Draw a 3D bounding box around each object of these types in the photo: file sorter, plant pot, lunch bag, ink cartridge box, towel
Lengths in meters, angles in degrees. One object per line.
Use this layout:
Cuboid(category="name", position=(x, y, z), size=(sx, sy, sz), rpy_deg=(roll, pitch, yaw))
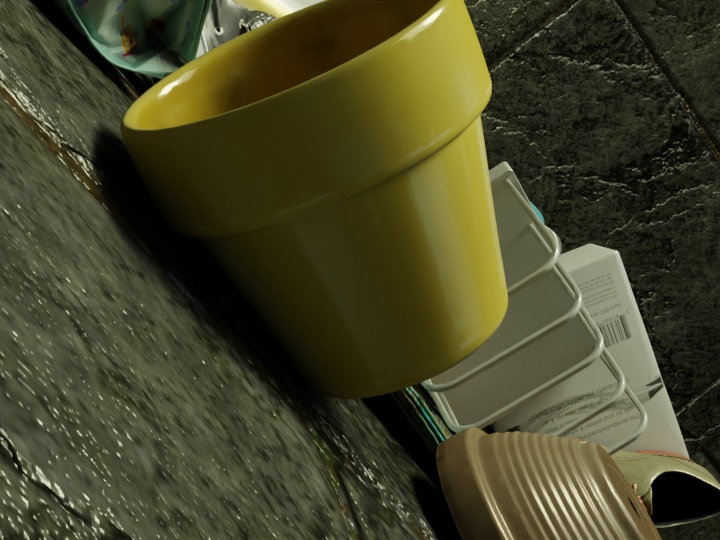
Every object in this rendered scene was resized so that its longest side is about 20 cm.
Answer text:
Cuboid(category="file sorter", position=(0.107, 0.056, 1.104), size=(0.200, 0.139, 0.125), rpy_deg=(57, 3, -37))
Cuboid(category="plant pot", position=(-0.006, -0.040, 0.851), size=(0.201, 0.200, 0.189), rpy_deg=(-113, 180, -71))
Cuboid(category="lunch bag", position=(-0.182, -0.241, 1.023), size=(0.170, 0.122, 0.200), rpy_deg=(50, -9, 38))
Cuboid(category="plant pot", position=(0.139, 0.177, 0.980), size=(0.201, 0.093, 0.201), rpy_deg=(54, 11, -16))
Cuboid(category="ink cartridge box", position=(0.171, 0.097, 1.259), size=(0.084, 0.144, 0.200), rpy_deg=(-139, -151, -81))
Cuboid(category="towel", position=(0.034, 0.085, 1.107), size=(0.200, 0.022, 0.147), rpy_deg=(55, 2, -18))

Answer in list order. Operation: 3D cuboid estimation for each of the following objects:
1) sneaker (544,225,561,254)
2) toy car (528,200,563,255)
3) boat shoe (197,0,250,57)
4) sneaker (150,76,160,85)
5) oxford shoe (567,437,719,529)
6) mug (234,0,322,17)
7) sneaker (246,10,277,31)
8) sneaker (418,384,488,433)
Cuboid(category="sneaker", position=(0.063, -0.013, 1.176), size=(0.090, 0.200, 0.067), rpy_deg=(-178, -97, -78))
Cuboid(category="toy car", position=(0.076, 0.032, 1.407), size=(0.200, 0.185, 0.177), rpy_deg=(6, 39, -41))
Cuboid(category="boat shoe", position=(-0.114, -0.191, 1.122), size=(0.070, 0.066, 0.201), rpy_deg=(169, -90, -71))
Cuboid(category="sneaker", position=(-0.079, -0.102, 1.186), size=(0.200, 0.079, 0.089), rpy_deg=(53, 7, 8))
Cuboid(category="oxford shoe", position=(0.192, 0.169, 1.179), size=(0.075, 0.199, 0.071), rpy_deg=(-172, -99, -74))
Cuboid(category="mug", position=(-0.120, -0.226, 1.368), size=(0.153, 0.149, 0.187), rpy_deg=(38, 6, -37))
Cuboid(category="sneaker", position=(-0.076, -0.122, 1.283), size=(0.077, 0.088, 0.200), rpy_deg=(-42, 120, -43))
Cuboid(category="sneaker", position=(0.069, 0.092, 1.317), size=(0.200, 0.081, 0.083), rpy_deg=(44, 24, -15))
